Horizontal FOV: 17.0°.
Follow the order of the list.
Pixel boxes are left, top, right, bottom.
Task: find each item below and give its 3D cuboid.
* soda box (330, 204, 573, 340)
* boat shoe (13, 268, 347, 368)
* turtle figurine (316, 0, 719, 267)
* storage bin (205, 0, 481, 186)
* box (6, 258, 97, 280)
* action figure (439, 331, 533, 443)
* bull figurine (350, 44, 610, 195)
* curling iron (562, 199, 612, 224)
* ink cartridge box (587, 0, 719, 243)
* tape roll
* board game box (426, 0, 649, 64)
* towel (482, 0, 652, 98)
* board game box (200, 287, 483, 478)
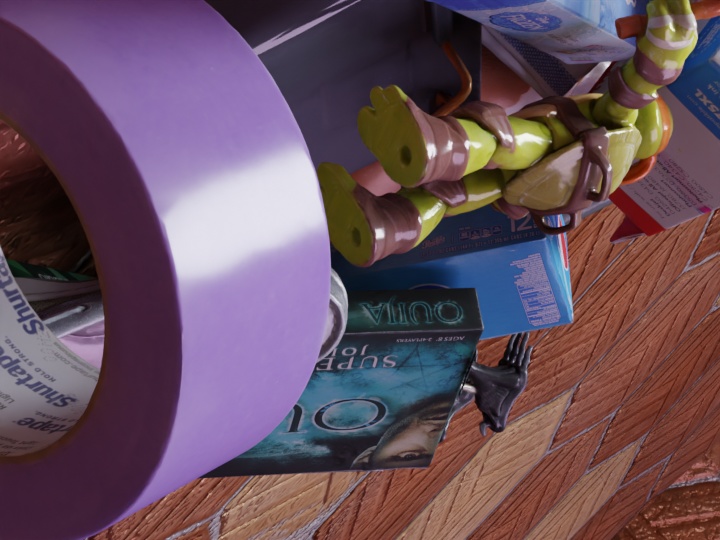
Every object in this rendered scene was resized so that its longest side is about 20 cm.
[{"bbox_3d":[0.000,0.000,1.181,0.200,0.068,0.064,-10,135,11],"label":"soda box"},{"bbox_3d":[-0.094,0.035,1.033,0.202,0.065,0.075,-4,119,-25],"label":"boat shoe"},{"bbox_3d":[0.064,-0.043,0.944,0.161,0.065,0.200,-15,168,-33],"label":"turtle figurine"},{"bbox_3d":[-0.034,-0.092,0.998,0.134,0.146,0.200,-32,161,-9],"label":"storage bin"},{"bbox_3d":[-0.188,0.059,1.130,0.144,0.036,0.200,-49,164,9],"label":"box"},{"bbox_3d":[-0.007,0.039,1.408,0.200,0.102,0.119,16,162,-29],"label":"action figure"},{"bbox_3d":[0.028,-0.094,1.143,0.200,0.121,0.065,-37,162,-28],"label":"bull figurine"},{"bbox_3d":[0.052,-0.012,1.274,0.200,0.026,0.050,-25,-158,14],"label":"curling iron"},{"bbox_3d":[0.161,-0.087,1.069,0.116,0.067,0.200,-51,-171,-20],"label":"ink cartridge box"},{"bbox_3d":[-0.114,-0.008,0.862,0.085,0.200,0.200,-25,154,-49],"label":"tape roll"},{"bbox_3d":[0.068,-0.191,0.931,0.043,0.200,0.199,-4,177,19],"label":"board game box"},{"bbox_3d":[0.105,-0.185,1.072,0.200,0.147,0.024,-43,-162,14],"label":"towel"},{"bbox_3d":[-0.052,0.057,1.152,0.200,0.028,0.135,-1,147,-12],"label":"board game box"}]
